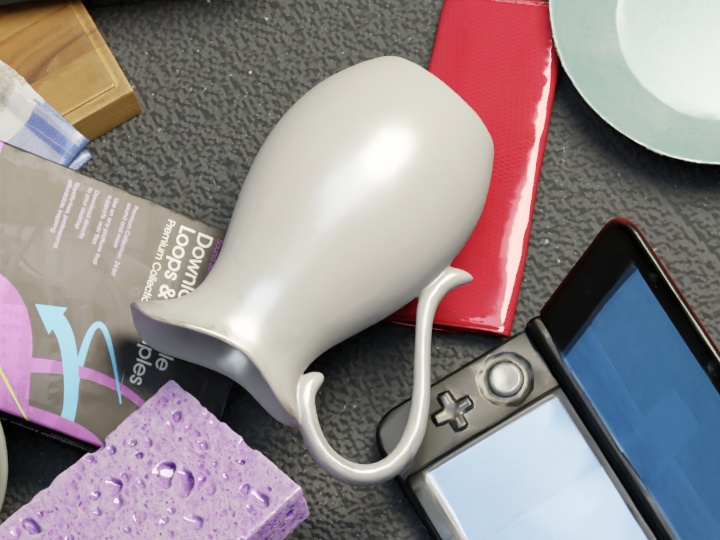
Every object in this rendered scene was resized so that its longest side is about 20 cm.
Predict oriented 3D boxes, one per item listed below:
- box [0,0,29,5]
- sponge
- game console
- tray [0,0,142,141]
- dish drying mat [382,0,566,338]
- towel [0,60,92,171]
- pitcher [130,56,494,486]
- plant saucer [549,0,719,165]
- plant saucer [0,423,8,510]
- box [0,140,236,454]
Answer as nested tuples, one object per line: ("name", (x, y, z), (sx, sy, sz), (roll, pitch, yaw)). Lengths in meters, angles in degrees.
("box", (-0.153, -0.254, 1.704), (0.199, 0.149, 0.125), (-9, 42, 3))
("sponge", (-0.135, 0.155, 1.566), (0.200, 0.030, 0.111), (-40, 54, -17))
("game console", (0.119, 0.107, 1.582), (0.172, 0.119, 0.201), (-30, 70, -5))
("tray", (-0.238, -0.088, 1.732), (0.199, 0.037, 0.099), (-30, 71, -6))
("dish drying mat", (0.066, -0.061, 1.700), (0.076, 0.018, 0.201), (7, 73, 12))
("towel", (-0.267, -0.082, 1.703), (0.200, 0.024, 0.147), (41, 80, 17))
("pitcher", (0.000, 0.000, 1.623), (0.171, 0.121, 0.200), (40, 76, -1))
("plant saucer", (0.207, -0.148, 1.704), (0.199, 0.039, 0.202), (-2, 71, 5))
("plant saucer", (-0.282, 0.123, 1.582), (0.199, 0.201, 0.050), (-24, 34, -3))
("box", (-0.159, 0.021, 1.647), (0.199, 0.036, 0.144), (21, 73, -14))
